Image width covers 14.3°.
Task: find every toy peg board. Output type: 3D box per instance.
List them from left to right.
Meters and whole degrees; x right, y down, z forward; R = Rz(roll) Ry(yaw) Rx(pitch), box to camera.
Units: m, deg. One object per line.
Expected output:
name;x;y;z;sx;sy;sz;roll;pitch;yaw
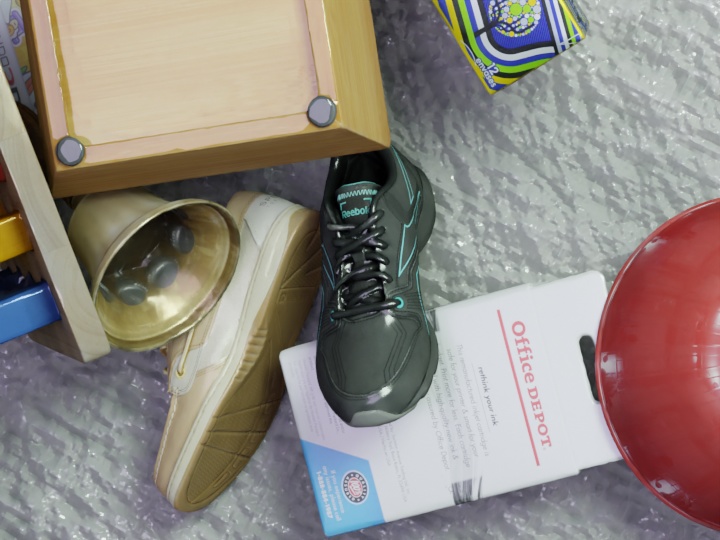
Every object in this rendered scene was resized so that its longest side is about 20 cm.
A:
toy peg board;-0.242;-0.033;1.669;0.098;0.200;0.200;-22;98;-13

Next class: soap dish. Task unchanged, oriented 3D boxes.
soap dish;-0.094;-0.131;1.603;0.200;0.081;0.158;-8;93;9

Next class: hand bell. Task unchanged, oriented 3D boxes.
hand bell;-0.171;-0.049;1.709;0.200;0.104;0.104;41;101;36

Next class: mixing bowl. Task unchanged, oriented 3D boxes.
mixing bowl;0.239;0.051;1.598;0.200;0.108;0.201;0;86;-8

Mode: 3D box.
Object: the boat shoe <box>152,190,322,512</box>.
boat shoe;-0.083;0.046;1.732;0.069;0.074;0.200;27;97;28

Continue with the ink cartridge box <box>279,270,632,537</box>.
ink cartridge box;0.066;0.076;1.693;0.200;0.068;0.116;-15;88;13

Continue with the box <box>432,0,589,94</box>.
box;0.048;-0.201;1.582;0.064;0.070;0.200;-31;97;12

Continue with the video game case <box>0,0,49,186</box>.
video game case;-0.144;-0.156;1.760;0.200;0.023;0.182;-19;87;13

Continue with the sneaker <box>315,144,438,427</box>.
sneaker;0.000;0.000;1.651;0.075;0.079;0.200;-12;48;14
